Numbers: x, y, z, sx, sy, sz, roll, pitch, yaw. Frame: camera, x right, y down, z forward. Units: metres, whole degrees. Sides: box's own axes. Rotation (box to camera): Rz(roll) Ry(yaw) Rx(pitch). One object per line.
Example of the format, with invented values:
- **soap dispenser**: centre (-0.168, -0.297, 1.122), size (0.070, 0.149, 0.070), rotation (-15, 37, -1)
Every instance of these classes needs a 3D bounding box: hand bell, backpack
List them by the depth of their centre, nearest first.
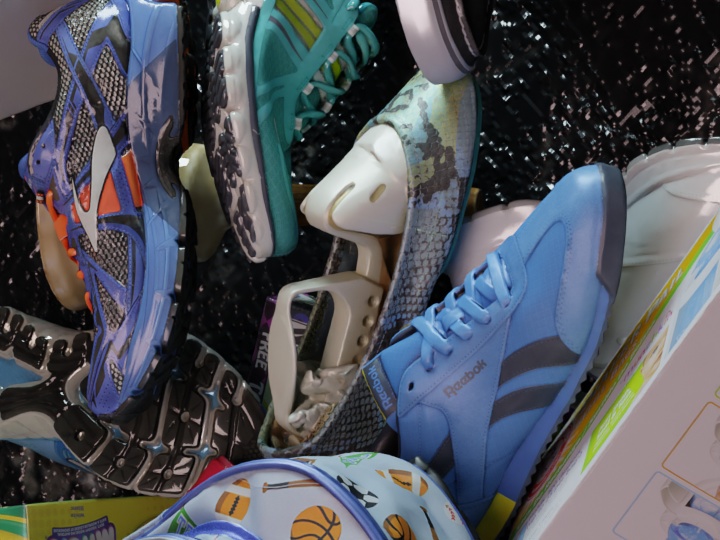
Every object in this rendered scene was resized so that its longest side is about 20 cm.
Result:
- **backpack**: centre (-0.036, 0.164, 1.203), size (0.190, 0.154, 0.200), rotation (-37, 75, 22)
- **hand bell**: centre (-0.040, -0.032, 1.388), size (0.199, 0.104, 0.105), rotation (1, 94, 15)

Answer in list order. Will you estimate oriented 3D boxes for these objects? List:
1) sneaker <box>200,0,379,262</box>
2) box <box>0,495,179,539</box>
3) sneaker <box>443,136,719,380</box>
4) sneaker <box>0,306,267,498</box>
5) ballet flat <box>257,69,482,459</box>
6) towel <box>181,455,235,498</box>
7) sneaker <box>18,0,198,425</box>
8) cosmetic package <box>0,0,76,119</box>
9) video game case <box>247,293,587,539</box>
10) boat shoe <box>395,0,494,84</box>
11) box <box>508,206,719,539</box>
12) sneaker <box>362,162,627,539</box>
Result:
- **sneaker**: centre (-0.030, -0.101, 1.342), size (0.079, 0.078, 0.201), rotation (5, 72, -7)
- **box**: centre (-0.169, 0.135, 1.416), size (0.199, 0.117, 0.049), rotation (-6, 85, 38)
- **sneaker**: centre (0.126, -0.001, 1.286), size (0.200, 0.074, 0.087), rotation (-22, 69, 36)
- **sneaker**: centre (-0.109, 0.065, 1.416), size (0.199, 0.090, 0.079), rotation (16, 81, 38)
- **ballet flat**: centre (0.000, 0.000, 1.307), size (0.074, 0.074, 0.201), rotation (15, 93, 27)
- **towel**: centre (-0.067, 0.199, 1.309), size (0.144, 0.022, 0.200), rotation (37, 87, 13)
- **sneaker**: centre (-0.113, -0.030, 1.327), size (0.078, 0.075, 0.201), rotation (-1, 78, 3)
- **cosmetic package**: centre (-0.188, -0.179, 1.402), size (0.200, 0.071, 0.102), rotation (54, 155, 31)
- **video game case**: centre (0.016, 0.131, 1.380), size (0.181, 0.036, 0.201), rotation (19, 102, 26)
- **boat shoe**: centre (0.051, -0.180, 1.307), size (0.066, 0.070, 0.201), rotation (-8, 64, 20)
- **box**: centre (0.147, 0.073, 1.212), size (0.101, 0.113, 0.200), rotation (30, 122, -3)
- **sneaker**: centre (0.049, 0.035, 1.245), size (0.078, 0.066, 0.201), rotation (17, 124, -11)
